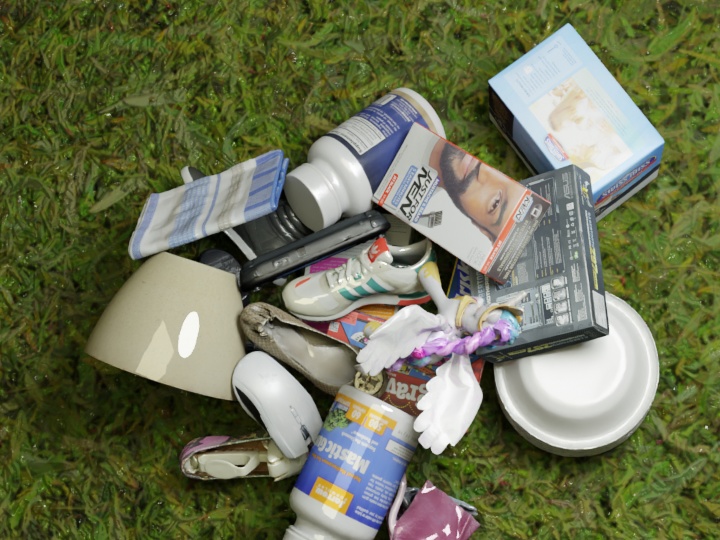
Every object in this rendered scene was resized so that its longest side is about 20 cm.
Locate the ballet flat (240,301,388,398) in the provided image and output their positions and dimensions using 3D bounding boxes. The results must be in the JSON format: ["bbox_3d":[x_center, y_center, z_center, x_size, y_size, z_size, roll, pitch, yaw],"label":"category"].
[{"bbox_3d":[-0.054,0.097,1.651,0.199,0.046,0.068,31,80,-7],"label":"ballet flat"}]

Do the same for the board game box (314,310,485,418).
[{"bbox_3d":[0.048,0.118,1.684,0.197,0.019,0.104,15,95,16],"label":"board game box"}]

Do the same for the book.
[{"bbox_3d":[-0.009,0.024,1.762,0.132,0.048,0.203,6,74,11],"label":"book"}]

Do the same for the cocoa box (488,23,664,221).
[{"bbox_3d":[0.266,-0.176,1.736,0.133,0.131,0.201,-35,73,-3],"label":"cocoa box"}]

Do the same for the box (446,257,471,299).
[{"bbox_3d":[0.147,0.015,1.729,0.063,0.070,0.203,14,77,12],"label":"box"}]

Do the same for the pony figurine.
[{"bbox_3d":[0.082,0.080,1.563,0.193,0.200,0.167,-44,114,-12],"label":"pony figurine"}]

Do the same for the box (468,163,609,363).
[{"bbox_3d":[0.203,-0.006,1.627,0.156,0.051,0.203,-17,66,31],"label":"box"}]

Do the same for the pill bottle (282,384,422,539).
[{"bbox_3d":[-0.015,0.245,1.600,0.111,0.112,0.202,24,83,13],"label":"pill bottle"}]

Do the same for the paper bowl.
[{"bbox_3d":[0.259,0.117,1.671,0.198,0.104,0.204,-2,73,7],"label":"paper bowl"}]

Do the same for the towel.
[{"bbox_3d":[-0.186,-0.082,1.693,0.198,0.024,0.148,-18,28,14],"label":"towel"}]

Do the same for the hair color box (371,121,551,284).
[{"bbox_3d":[0.116,-0.082,1.646,0.199,0.064,0.112,35,98,39],"label":"hair color box"}]

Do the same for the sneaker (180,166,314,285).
[{"bbox_3d":[-0.139,-0.085,1.784,0.200,0.071,0.099,45,100,10],"label":"sneaker"}]

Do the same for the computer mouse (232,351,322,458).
[{"bbox_3d":[-0.079,0.184,1.653,0.110,0.044,0.201,-45,109,-23],"label":"computer mouse"}]

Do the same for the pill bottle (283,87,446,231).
[{"bbox_3d":[0.004,-0.135,1.740,0.199,0.111,0.111,-35,72,-23],"label":"pill bottle"}]

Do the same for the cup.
[{"bbox_3d":[-0.220,0.058,1.684,0.198,0.200,0.145,17,88,11],"label":"cup"}]

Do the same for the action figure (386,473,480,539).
[{"bbox_3d":[0.053,0.336,1.603,0.149,0.134,0.201,44,56,-13],"label":"action figure"}]

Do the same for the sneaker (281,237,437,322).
[{"bbox_3d":[0.001,0.000,1.674,0.197,0.094,0.071,-7,46,-11],"label":"sneaker"}]

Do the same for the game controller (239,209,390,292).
[{"bbox_3d":[-0.057,-0.019,1.704,0.198,0.104,0.043,-23,80,-5],"label":"game controller"}]

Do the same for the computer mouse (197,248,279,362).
[{"bbox_3d":[-0.154,0.062,1.780,0.058,0.034,0.202,-22,77,-17],"label":"computer mouse"}]

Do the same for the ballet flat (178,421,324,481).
[{"bbox_3d":[-0.128,0.230,1.701,0.197,0.071,0.070,-7,108,6],"label":"ballet flat"}]
